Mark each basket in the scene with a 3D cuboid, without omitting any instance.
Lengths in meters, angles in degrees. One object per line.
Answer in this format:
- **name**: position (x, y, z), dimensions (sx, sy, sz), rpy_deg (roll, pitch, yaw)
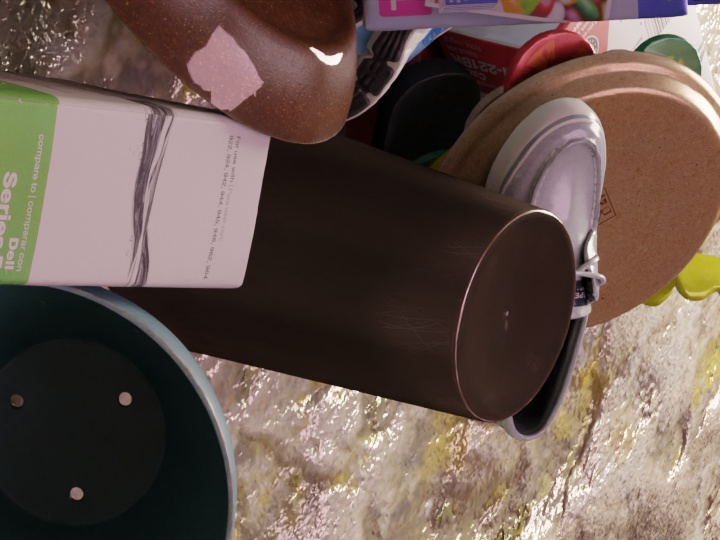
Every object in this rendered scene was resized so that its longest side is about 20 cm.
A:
- **basket**: position (0.000, 0.000, 1.353), dimensions (0.180, 0.199, 0.137), rpy_deg (-17, 117, -51)

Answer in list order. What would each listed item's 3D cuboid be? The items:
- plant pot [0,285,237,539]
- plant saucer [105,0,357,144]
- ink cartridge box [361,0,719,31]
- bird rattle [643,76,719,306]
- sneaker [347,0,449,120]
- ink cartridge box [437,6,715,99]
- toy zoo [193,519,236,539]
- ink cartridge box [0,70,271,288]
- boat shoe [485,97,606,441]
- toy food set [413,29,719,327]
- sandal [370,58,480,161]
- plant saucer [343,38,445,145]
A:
- **plant pot**: position (-0.149, 0.090, 1.214), dimensions (0.135, 0.199, 0.201), rpy_deg (-62, 161, -79)
- **plant saucer**: position (-0.065, -0.150, 1.218), dimensions (0.037, 0.201, 0.200), rpy_deg (-38, 157, 25)
- **ink cartridge box**: position (0.098, -0.187, 1.317), dimensions (0.042, 0.199, 0.120), rpy_deg (-90, 177, -79)
- **bird rattle**: position (0.207, -0.072, 1.753), dimensions (0.163, 0.112, 0.201), rpy_deg (-48, 127, -51)
- **sneaker**: position (0.036, -0.166, 1.393), dimensions (0.078, 0.200, 0.090), rpy_deg (51, 19, -8)
- **ink cartridge box**: position (0.136, -0.111, 1.543), dimensions (0.144, 0.084, 0.200), rpy_deg (-51, 140, -28)
- **toy zoo**: position (-0.106, 0.207, 1.255), dimensions (0.020, 0.200, 0.132), rpy_deg (22, 48, -18)
- **ink cartridge box**: position (-0.158, -0.045, 1.151), dimensions (0.200, 0.145, 0.084), rpy_deg (3, 99, -56)
- **boat shoe**: position (0.104, 0.004, 1.404), dimensions (0.070, 0.072, 0.201), rpy_deg (-8, 127, -28)
- **toy food set**: position (0.123, -0.048, 1.457), dimensions (0.200, 0.049, 0.198), rpy_deg (-40, 132, 10)
- **sandal**: position (0.033, -0.030, 1.484), dimensions (0.075, 0.048, 0.201), rpy_deg (-15, 137, -20)
- **plant saucer**: position (0.069, -0.150, 1.538), dimensions (0.199, 0.037, 0.201), rpy_deg (-13, 115, -53)
